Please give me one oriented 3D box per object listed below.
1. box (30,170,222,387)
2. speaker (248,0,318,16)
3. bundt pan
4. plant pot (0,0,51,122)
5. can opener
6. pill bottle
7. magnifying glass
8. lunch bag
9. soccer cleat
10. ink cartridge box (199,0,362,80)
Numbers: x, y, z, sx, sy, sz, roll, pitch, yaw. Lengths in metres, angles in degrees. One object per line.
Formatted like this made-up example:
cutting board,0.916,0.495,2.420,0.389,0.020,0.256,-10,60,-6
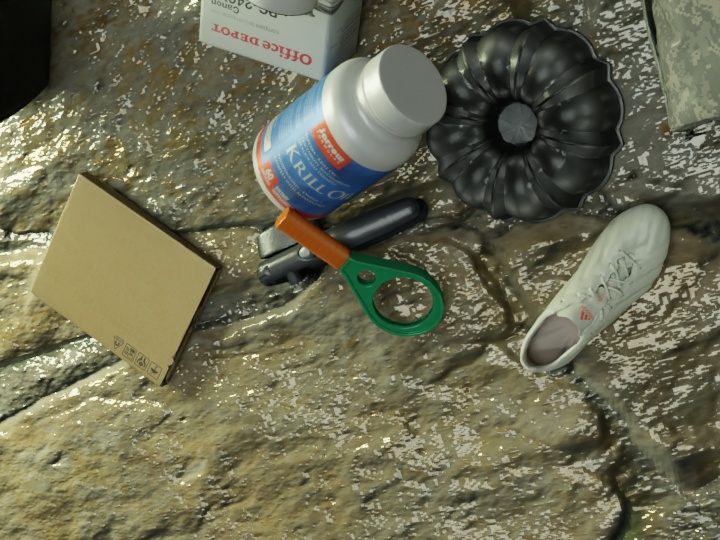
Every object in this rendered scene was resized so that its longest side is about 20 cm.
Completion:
box,-0.267,0.010,1.520,0.199,0.021,0.165,34,111,14
speaker,-0.049,-0.328,1.168,0.081,0.081,0.202,33,131,13
bundt pan,0.149,-0.139,1.287,0.199,0.076,0.205,5,103,21
plant pot,-0.440,-0.265,1.453,0.197,0.177,0.203,10,104,19
can opener,-0.023,-0.032,1.387,0.198,0.063,0.080,-19,93,25
pill bottle,-0.010,-0.136,1.301,0.199,0.112,0.113,-32,87,47
magnifying glass,0.000,0.000,1.358,0.199,0.023,0.080,33,121,-20
lunch bag,0.325,-0.227,1.160,0.166,0.139,0.203,-13,95,24
soccer cleat,0.225,0.024,1.286,0.069,0.077,0.201,41,112,10
ink cartridge box,-0.072,-0.302,1.303,0.143,0.084,0.202,19,128,14
